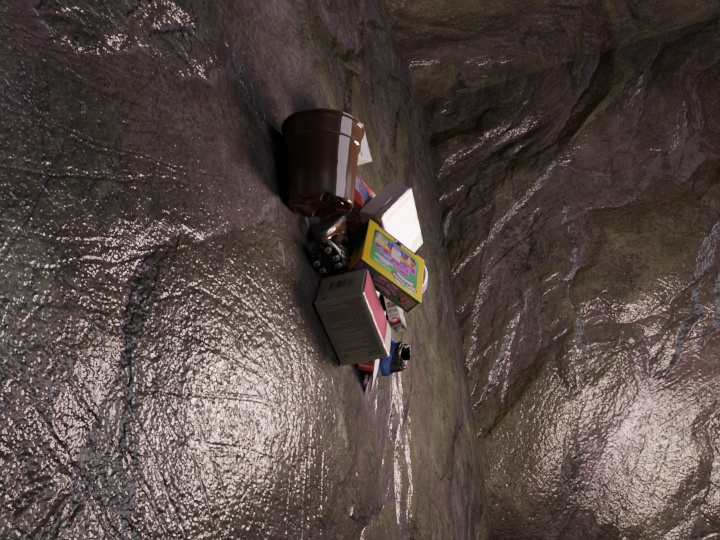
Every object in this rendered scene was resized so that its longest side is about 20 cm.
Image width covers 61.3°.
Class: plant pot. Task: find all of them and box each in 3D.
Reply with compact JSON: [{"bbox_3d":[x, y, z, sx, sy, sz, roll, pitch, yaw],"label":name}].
[{"bbox_3d":[-0.089,-0.238,1.419,0.200,0.198,0.200,38,49,-65],"label":"plant pot"}]

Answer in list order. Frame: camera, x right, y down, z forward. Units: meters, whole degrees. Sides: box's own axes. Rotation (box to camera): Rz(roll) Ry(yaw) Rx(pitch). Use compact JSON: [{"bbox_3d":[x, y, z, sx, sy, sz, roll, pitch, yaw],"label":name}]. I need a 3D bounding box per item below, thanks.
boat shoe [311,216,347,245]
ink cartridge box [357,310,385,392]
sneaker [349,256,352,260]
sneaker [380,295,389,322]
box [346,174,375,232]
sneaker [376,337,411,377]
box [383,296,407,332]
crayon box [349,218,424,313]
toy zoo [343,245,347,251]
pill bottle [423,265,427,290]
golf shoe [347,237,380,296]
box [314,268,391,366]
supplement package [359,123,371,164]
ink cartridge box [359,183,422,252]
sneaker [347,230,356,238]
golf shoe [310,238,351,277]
[{"bbox_3d":[-0.071,-0.095,1.555,0.200,0.075,0.072,-46,124,-69],"label":"boat shoe"},{"bbox_3d":[0.027,0.217,1.655,0.109,0.050,0.202,-61,160,-67],"label":"ink cartridge box"},{"bbox_3d":[0.020,0.045,1.605,0.074,0.115,0.202,49,34,-61],"label":"sneaker"},{"bbox_3d":[0.043,0.102,1.806,0.200,0.072,0.113,-65,139,-78],"label":"sneaker"},{"bbox_3d":[-0.034,-0.198,1.683,0.200,0.095,0.100,39,41,-54],"label":"box"},{"bbox_3d":[0.100,0.232,1.816,0.201,0.110,0.077,-79,151,-55],"label":"sneaker"},{"bbox_3d":[0.102,0.118,1.802,0.200,0.034,0.111,53,24,-75],"label":"box"},{"bbox_3d":[0.072,-0.013,1.567,0.199,0.058,0.173,36,37,-19],"label":"crayon box"},{"bbox_3d":[-0.038,0.042,1.653,0.131,0.020,0.202,-46,122,-71],"label":"toy zoo"},{"bbox_3d":[0.149,0.027,1.846,0.200,0.111,0.113,50,29,-79],"label":"pill bottle"},{"bbox_3d":[0.000,0.000,1.731,0.092,0.072,0.201,38,30,-56],"label":"golf shoe"},{"bbox_3d":[-0.014,0.115,1.485,0.109,0.127,0.201,-79,152,-56],"label":"box"},{"bbox_3d":[-0.055,-0.354,1.723,0.200,0.116,0.118,-30,107,-73],"label":"supplement package"},{"bbox_3d":[0.089,-0.120,1.699,0.145,0.084,0.201,-46,137,-30],"label":"ink cartridge box"},{"bbox_3d":[0.014,-0.103,1.863,0.199,0.076,0.114,46,9,-33],"label":"sneaker"},{"bbox_3d":[-0.070,-0.030,1.505,0.200,0.077,0.089,59,21,-53],"label":"golf shoe"}]
